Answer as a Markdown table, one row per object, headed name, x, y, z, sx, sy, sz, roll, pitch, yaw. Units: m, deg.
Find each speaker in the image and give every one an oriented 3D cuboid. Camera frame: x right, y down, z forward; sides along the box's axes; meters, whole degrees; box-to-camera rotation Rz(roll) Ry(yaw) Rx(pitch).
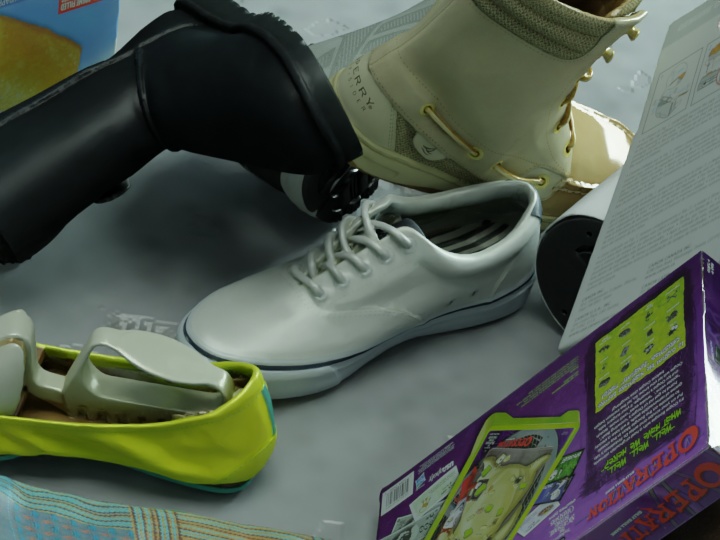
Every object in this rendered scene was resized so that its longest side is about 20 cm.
| name | x | y | z | sx | sy | sz | roll | pitch | yaw |
| --- | --- | --- | --- | --- | --- | --- | --- | --- | --- |
| speaker | 0.173 | -0.036 | 1.376 | 0.081 | 0.082 | 0.200 | 30 | 45 | 24 |

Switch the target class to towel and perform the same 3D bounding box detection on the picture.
| name | x | y | z | sx | sy | sz | roll | pitch | yaw |
| --- | --- | --- | --- | --- | --- | --- | --- | --- | --- |
| towel | -0.054 | 0.130 | 1.065 | 0.199 | 0.022 | 0.147 | 11 | 21 | -20 |

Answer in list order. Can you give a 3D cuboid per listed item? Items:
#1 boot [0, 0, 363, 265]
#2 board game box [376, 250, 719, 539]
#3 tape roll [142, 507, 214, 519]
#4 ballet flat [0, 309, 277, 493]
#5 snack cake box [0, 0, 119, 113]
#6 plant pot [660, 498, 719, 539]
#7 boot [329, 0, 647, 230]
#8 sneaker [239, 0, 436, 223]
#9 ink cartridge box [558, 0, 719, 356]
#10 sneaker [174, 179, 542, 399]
| name | x | y | z | sx | sy | sz | roll | pitch | yaw |
| --- | --- | --- | --- | --- | --- | --- | --- | --- | --- |
| boot | -0.104 | -0.055 | 1.295 | 0.168 | 0.077 | 0.200 | -34 | 28 | -10 |
| board game box | 0.079 | 0.089 | 1.139 | 0.032 | 0.200 | 0.120 | 39 | 33 | -19 |
| tape roll | -0.091 | 0.181 | 1.101 | 0.199 | 0.048 | 0.201 | 5 | 40 | -5 |
| ballet flat | -0.135 | 0.051 | 1.230 | 0.199 | 0.067 | 0.067 | 8 | 41 | 0 |
| snack cake box | -0.219 | -0.101 | 1.358 | 0.199 | 0.115 | 0.067 | -23 | 49 | -31 |
| plant pot | 0.213 | 0.154 | 1.089 | 0.199 | 0.201 | 0.198 | -15 | 37 | -26 |
| boot | 0.097 | -0.096 | 1.340 | 0.199 | 0.155 | 0.073 | 14 | 49 | -36 |
| sneaker | 0.007 | -0.103 | 1.435 | 0.079 | 0.074 | 0.200 | 25 | 43 | 27 |
| ink cartridge box | 0.177 | -0.053 | 1.228 | 0.057 | 0.162 | 0.201 | 37 | 55 | -17 |
| sneaker | 0.000 | 0.000 | 1.311 | 0.199 | 0.071 | 0.073 | -20 | 48 | -30 |
